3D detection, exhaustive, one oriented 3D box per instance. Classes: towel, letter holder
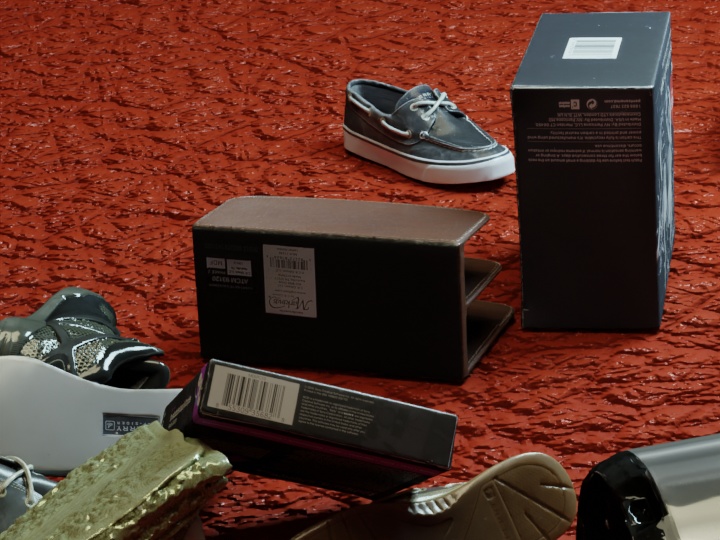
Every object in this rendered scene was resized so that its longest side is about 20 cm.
[{"bbox_3d":[-0.166,0.153,1.334,0.200,0.037,0.148,-39,14,-16],"label":"towel"},{"bbox_3d":[0.000,0.000,1.759,0.198,0.101,0.142,4,20,20],"label":"letter holder"}]

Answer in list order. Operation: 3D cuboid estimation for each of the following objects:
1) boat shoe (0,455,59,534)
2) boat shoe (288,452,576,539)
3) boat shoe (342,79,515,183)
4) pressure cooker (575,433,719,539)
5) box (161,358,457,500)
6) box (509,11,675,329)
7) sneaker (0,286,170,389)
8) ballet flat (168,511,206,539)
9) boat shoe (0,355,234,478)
[{"bbox_3d":[-0.211,0.144,1.460,0.198,0.068,0.072,-5,19,-14],"label":"boat shoe"},{"bbox_3d":[0.026,0.159,1.401,0.199,0.073,0.072,-22,-4,-24],"label":"boat shoe"},{"bbox_3d":[0.055,-0.124,2.118,0.071,0.068,0.199,-18,25,-33],"label":"boat shoe"},{"bbox_3d":[0.217,0.160,1.190,0.198,0.177,0.179,-10,25,-7],"label":"pressure cooker"},{"bbox_3d":[-0.036,0.095,1.419,0.142,0.036,0.200,13,-14,-10],"label":"box"},{"bbox_3d":[0.175,-0.077,1.814,0.103,0.184,0.200,1,22,11],"label":"box"},{"bbox_3d":[-0.178,0.066,1.661,0.113,0.077,0.199,22,8,5],"label":"sneaker"},{"bbox_3d":[-0.119,0.174,1.384,0.065,0.071,0.200,37,29,-7],"label":"ballet flat"},{"bbox_3d":[-0.169,0.099,1.534,0.198,0.073,0.066,3,-21,-14],"label":"boat shoe"}]
